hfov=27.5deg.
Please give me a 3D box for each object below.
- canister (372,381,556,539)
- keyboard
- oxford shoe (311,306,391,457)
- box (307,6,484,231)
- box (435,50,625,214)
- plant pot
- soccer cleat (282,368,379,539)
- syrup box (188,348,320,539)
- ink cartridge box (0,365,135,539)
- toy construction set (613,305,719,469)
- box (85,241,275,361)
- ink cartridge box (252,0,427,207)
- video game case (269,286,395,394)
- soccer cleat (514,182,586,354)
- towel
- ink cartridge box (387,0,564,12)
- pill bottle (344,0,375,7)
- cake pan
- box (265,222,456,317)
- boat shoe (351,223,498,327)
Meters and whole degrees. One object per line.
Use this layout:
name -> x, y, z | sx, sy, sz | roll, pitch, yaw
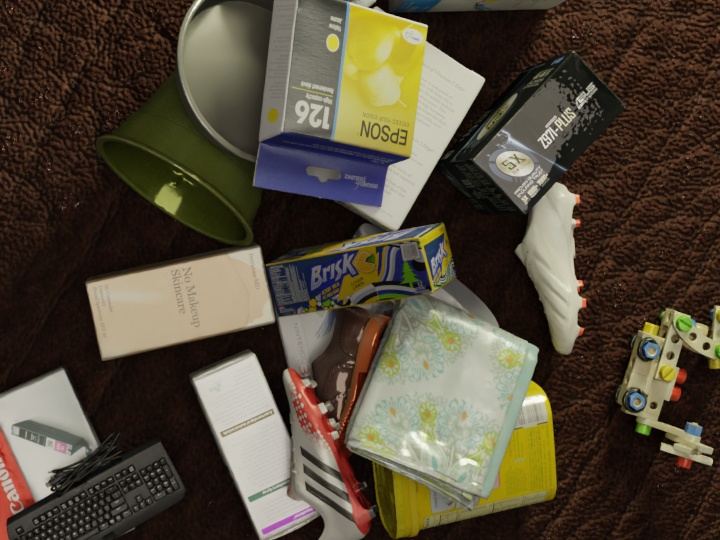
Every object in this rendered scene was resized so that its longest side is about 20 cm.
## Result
canister -> 0.118, 0.214, 1.685 | 0.198, 0.087, 0.150 | -10, 106, -14
keyboard -> -0.299, 0.255, 1.623 | 0.199, 0.040, 0.105 | -29, 96, -8
oxford shoe -> -0.024, 0.138, 1.678 | 0.072, 0.071, 0.202 | 21, 95, 23
box -> 0.021, -0.167, 1.669 | 0.151, 0.106, 0.201 | 32, 87, -7
box -> 0.184, -0.149, 1.646 | 0.086, 0.200, 0.164 | 44, 86, -8
plant pot -> -0.155, -0.161, 1.617 | 0.199, 0.200, 0.191 | 34, 75, -7
soccer cleat -> -0.053, 0.206, 1.610 | 0.085, 0.069, 0.202 | -26, 86, 5
syrup box -> -0.120, 0.197, 1.669 | 0.081, 0.079, 0.202 | -22, 94, -8
ink cartridge box -> -0.370, 0.233, 1.652 | 0.172, 0.044, 0.202 | -24, 94, -8
toy construction set -> 0.377, 0.130, 1.740 | 0.130, 0.092, 0.202 | 16, 78, -8
box -> -0.201, 0.033, 1.653 | 0.198, 0.078, 0.096 | -14, 95, -7
ink cartridge box -> -0.018, -0.175, 1.535 | 0.196, 0.047, 0.203 | 6, 89, -47
video game case -> 0.010, 0.084, 1.714 | 0.198, 0.022, 0.184 | -14, 93, -8
soccer cleat -> 0.219, -0.002, 1.725 | 0.077, 0.069, 0.203 | -2, 84, -3
towel -> 0.089, 0.139, 1.607 | 0.170, 0.048, 0.202 | 26, 71, -9
ink cartridge box -> 0.136, -0.374, 1.663 | 0.197, 0.145, 0.149 | -3, 92, -8
pill bottle -> -0.027, -0.331, 1.612 | 0.113, 0.200, 0.116 | 0, 91, -8
cake pan -> -0.109, -0.204, 1.540 | 0.198, 0.037, 0.203 | 8, 75, -32
box -> 0.000, 0.000, 1.611 | 0.198, 0.070, 0.065 | -9, 101, 30
boat shoe -> 0.064, 0.029, 1.683 | 0.199, 0.071, 0.070 | 33, 111, -10
